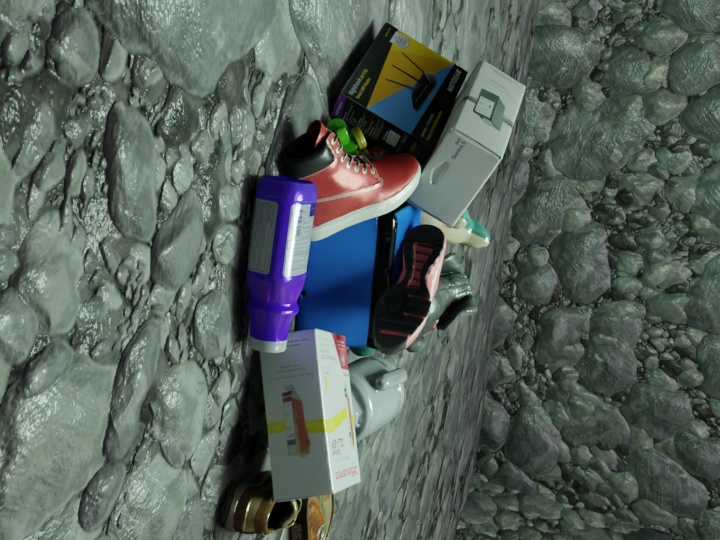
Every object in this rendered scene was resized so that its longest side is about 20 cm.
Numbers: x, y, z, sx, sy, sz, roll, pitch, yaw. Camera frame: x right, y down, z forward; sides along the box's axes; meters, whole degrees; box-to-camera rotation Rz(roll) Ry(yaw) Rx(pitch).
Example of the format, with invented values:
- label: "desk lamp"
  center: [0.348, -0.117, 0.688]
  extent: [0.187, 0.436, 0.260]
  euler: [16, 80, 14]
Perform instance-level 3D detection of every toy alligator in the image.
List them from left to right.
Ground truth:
- label: "toy alligator"
  center: [-0.021, -0.161, 1.142]
  extent: [0.055, 0.059, 0.200]
  euler: [62, -2, 22]

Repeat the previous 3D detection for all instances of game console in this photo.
- label: "game console"
  center: [0.000, 0.000, 1.171]
  extent: [0.170, 0.116, 0.204]
  euler: [-36, 135, -60]

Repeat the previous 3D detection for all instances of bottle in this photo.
- label: "bottle"
  center: [-0.097, -0.007, 0.953]
  extent: [0.083, 0.064, 0.204]
  euler: [-20, 120, -70]

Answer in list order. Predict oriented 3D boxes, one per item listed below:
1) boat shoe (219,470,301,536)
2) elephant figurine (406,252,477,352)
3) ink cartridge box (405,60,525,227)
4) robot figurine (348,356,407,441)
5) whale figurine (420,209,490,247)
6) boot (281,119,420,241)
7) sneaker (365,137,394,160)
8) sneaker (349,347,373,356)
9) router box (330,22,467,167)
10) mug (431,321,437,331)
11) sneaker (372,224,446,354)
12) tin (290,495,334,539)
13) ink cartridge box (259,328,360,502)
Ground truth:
- label: "boat shoe"
  center: [-0.117, 0.318, 1.083]
  extent: [0.200, 0.072, 0.077]
  euler: [21, 81, -73]
- label: "elephant figurine"
  center: [0.136, 0.038, 1.370]
  extent: [0.197, 0.155, 0.144]
  euler: [-20, 118, -18]
- label: "ink cartridge box"
  center: [0.152, -0.183, 1.166]
  extent: [0.146, 0.083, 0.201]
  euler: [-58, -175, 45]
- label: "robot figurine"
  center: [-0.002, 0.204, 1.294]
  extent: [0.199, 0.168, 0.114]
  euler: [-16, 77, -58]
- label: "whale figurine"
  center: [0.125, -0.104, 1.285]
  extent: [0.198, 0.158, 0.105]
  euler: [25, 87, -29]
- label: "boot"
  center: [-0.007, -0.139, 1.037]
  extent: [0.198, 0.072, 0.146]
  euler: [-27, 134, -23]
- label: "sneaker"
  center: [0.035, -0.213, 1.222]
  extent: [0.085, 0.074, 0.202]
  euler: [52, 21, -35]
- label: "sneaker"
  center: [-0.013, 0.056, 1.282]
  extent: [0.080, 0.070, 0.204]
  euler: [-50, 140, -56]
- label: "router box"
  center: [0.060, -0.255, 1.169]
  extent: [0.051, 0.147, 0.202]
  euler: [-57, -175, 48]
- label: "mug"
  center: [0.077, 0.059, 1.545]
  extent: [0.134, 0.178, 0.200]
  euler: [-45, 172, 25]
- label: "sneaker"
  center: [0.078, 0.038, 1.130]
  extent: [0.087, 0.072, 0.202]
  euler: [72, 37, -56]
- label: "tin"
  center: [-0.078, 0.385, 1.324]
  extent: [0.112, 0.041, 0.203]
  euler: [-51, 148, -51]
- label: "ink cartridge box"
  center: [-0.063, 0.186, 1.058]
  extent: [0.145, 0.082, 0.204]
  euler: [32, 51, -74]
